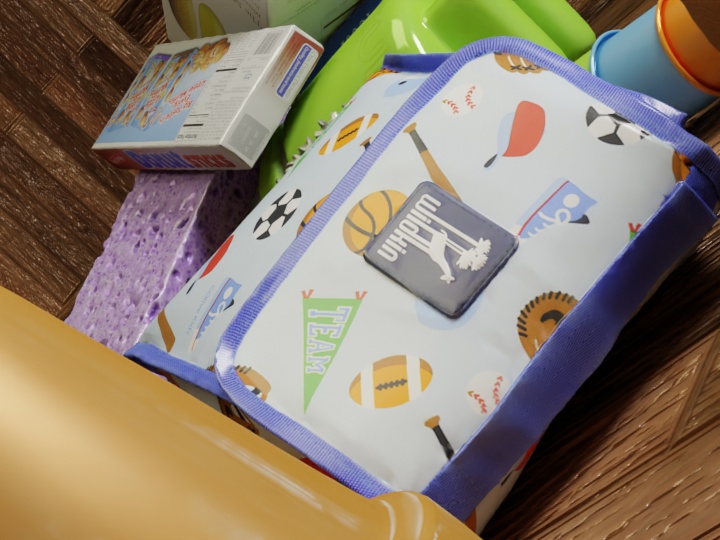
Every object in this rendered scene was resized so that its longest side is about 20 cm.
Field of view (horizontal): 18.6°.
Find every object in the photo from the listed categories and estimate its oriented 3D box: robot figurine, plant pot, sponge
[{"bbox_3d":[0.027,-0.065,1.095,0.200,0.116,0.175,-46,0,32],"label":"robot figurine"},{"bbox_3d":[-0.076,0.110,0.601,0.200,0.183,0.200,-46,9,9],"label":"plant pot"},{"bbox_3d":[-0.109,0.002,1.144,0.111,0.030,0.201,-21,41,53],"label":"sponge"}]

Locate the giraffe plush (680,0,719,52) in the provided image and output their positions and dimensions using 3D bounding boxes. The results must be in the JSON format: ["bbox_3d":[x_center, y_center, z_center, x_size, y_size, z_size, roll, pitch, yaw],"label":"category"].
[{"bbox_3d":[0.157,-0.102,0.617,0.199,0.172,0.163,20,75,44],"label":"giraffe plush"}]

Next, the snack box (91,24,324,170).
[{"bbox_3d":[-0.084,-0.088,1.152,0.072,0.024,0.200,-60,23,-11],"label":"snack box"}]

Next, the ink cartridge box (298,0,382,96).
[{"bbox_3d":[0.039,-0.114,1.257,0.094,0.044,0.200,-46,-16,13],"label":"ink cartridge box"}]

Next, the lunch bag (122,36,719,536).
[{"bbox_3d":[0.025,0.010,0.782,0.170,0.124,0.200,-50,22,-10],"label":"lunch bag"}]

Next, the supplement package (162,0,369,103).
[{"bbox_3d":[-0.040,-0.169,1.212,0.109,0.114,0.200,-38,-19,-14],"label":"supplement package"}]

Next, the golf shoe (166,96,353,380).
[{"bbox_3d":[0.000,0.000,0.998,0.200,0.097,0.078,-53,33,1],"label":"golf shoe"}]

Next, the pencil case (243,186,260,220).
[{"bbox_3d":[-0.061,0.016,1.186,0.078,0.089,0.201,-11,47,45],"label":"pencil case"}]

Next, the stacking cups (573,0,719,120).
[{"bbox_3d":[0.123,-0.084,0.902,0.200,0.060,0.061,-38,13,48],"label":"stacking cups"}]
